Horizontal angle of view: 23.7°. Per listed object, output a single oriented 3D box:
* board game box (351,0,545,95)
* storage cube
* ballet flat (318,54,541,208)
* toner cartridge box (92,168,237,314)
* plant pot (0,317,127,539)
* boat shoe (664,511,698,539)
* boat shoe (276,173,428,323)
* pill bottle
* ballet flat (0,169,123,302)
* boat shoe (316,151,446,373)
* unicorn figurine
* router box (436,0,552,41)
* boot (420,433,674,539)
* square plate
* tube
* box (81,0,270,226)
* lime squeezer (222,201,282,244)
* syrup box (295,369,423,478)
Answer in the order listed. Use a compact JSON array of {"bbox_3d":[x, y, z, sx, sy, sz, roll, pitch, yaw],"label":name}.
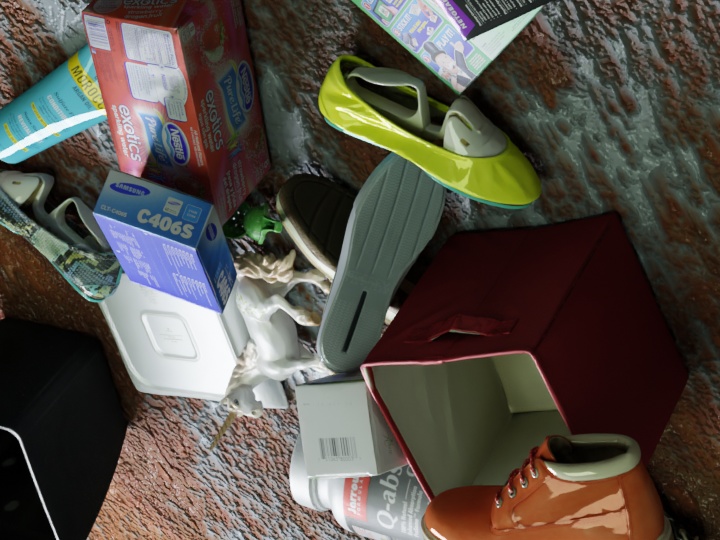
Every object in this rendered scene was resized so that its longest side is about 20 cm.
[{"bbox_3d":[0.060,-0.210,1.238,0.134,0.029,0.200,42,160,-3],"label":"board game box"},{"bbox_3d":[0.137,0.084,1.386,0.170,0.180,0.201,-7,123,39],"label":"storage cube"},{"bbox_3d":[0.055,-0.114,1.354,0.198,0.067,0.068,26,133,15],"label":"ballet flat"},{"bbox_3d":[-0.165,-0.022,1.480,0.094,0.044,0.200,18,165,6],"label":"toner cartridge box"},{"bbox_3d":[-0.360,0.165,1.810,0.198,0.178,0.201,10,131,27],"label":"plant pot"},{"bbox_3d":[0.276,0.253,1.527,0.063,0.071,0.201,-8,130,40],"label":"boat shoe"},{"bbox_3d":[0.000,0.000,1.497,0.200,0.072,0.076,43,154,-4],"label":"boat shoe"},{"bbox_3d":[0.041,0.199,1.603,0.198,0.116,0.117,12,133,26],"label":"pill bottle"},{"bbox_3d":[-0.302,-0.054,1.664,0.199,0.074,0.075,38,139,10],"label":"ballet flat"},{"bbox_3d":[0.009,-0.014,1.419,0.071,0.202,0.062,24,-177,-16],"label":"boat shoe"},{"bbox_3d":[-0.078,0.069,1.610,0.136,0.074,0.203,3,107,29],"label":"unicorn figurine"},{"bbox_3d":[0.144,-0.238,1.076,0.148,0.201,0.051,-20,116,44],"label":"router box"},{"bbox_3d":[0.129,0.166,1.282,0.198,0.075,0.108,-5,121,27],"label":"boot"},{"bbox_3d":[-0.183,0.057,1.701,0.198,0.029,0.200,4,129,32],"label":"square plate"},{"bbox_3d":[-0.265,-0.155,1.562,0.199,0.051,0.078,-23,119,39],"label":"tube"},{"bbox_3d":[-0.151,-0.149,1.442,0.099,0.096,0.202,14,134,26],"label":"box"},{"bbox_3d":[-0.109,-0.050,1.523,0.199,0.038,0.070,13,166,47],"label":"lime squeezer"},{"bbox_3d":[0.038,0.116,1.462,0.078,0.199,0.083,-7,93,37],"label":"syrup box"}]
